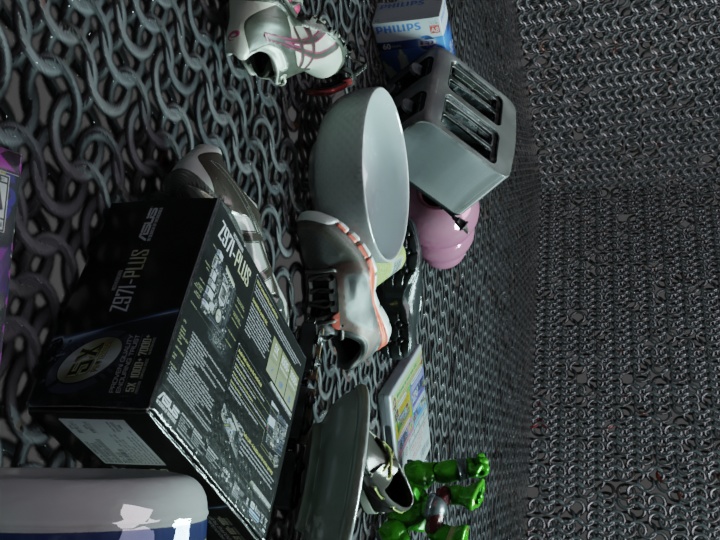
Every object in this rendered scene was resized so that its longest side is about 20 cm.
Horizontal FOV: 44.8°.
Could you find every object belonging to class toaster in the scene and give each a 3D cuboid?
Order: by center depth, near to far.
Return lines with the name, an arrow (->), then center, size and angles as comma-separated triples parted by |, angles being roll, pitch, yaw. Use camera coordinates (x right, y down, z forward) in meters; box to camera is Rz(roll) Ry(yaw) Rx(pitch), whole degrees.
toaster -> 0.125, -0.193, 1.253 | 0.200, 0.119, 0.181 | 33, 46, -21

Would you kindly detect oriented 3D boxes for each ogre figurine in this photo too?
ogre figurine -> 0.096, 0.328, 1.195 | 0.098, 0.120, 0.200 | 59, 46, -59

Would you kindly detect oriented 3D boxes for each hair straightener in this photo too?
hair straightener -> -0.025, -0.252, 1.036 | 0.200, 0.041, 0.077 | -43, 130, -68

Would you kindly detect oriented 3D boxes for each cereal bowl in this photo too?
cereal bowl -> -0.007, -0.108, 1.011 | 0.200, 0.083, 0.201 | -2, 90, -73

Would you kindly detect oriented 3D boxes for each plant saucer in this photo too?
plant saucer -> -0.034, 0.211, 0.879 | 0.200, 0.050, 0.201 | -170, -90, -85

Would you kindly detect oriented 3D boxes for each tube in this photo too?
tube -> 0.000, 0.000, 1.093 | 0.058, 0.052, 0.200 | 46, 26, 5

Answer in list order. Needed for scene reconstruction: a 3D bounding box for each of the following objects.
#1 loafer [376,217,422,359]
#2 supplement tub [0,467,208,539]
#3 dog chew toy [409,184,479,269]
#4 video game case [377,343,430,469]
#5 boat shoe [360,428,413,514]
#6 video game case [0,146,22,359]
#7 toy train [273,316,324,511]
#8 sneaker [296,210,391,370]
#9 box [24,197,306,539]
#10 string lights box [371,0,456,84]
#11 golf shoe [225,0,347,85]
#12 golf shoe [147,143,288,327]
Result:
loafer -> 0.052, 0.023, 1.226 | 0.070, 0.068, 0.201 | -40, 132, -78
supplement tub -> -0.148, 0.197, 0.411 | 0.144, 0.144, 0.201 | 31, 58, -70
dog chew toy -> 0.130, -0.071, 1.403 | 0.200, 0.124, 0.125 | 73, 21, -60
video game case -> 0.069, 0.231, 1.327 | 0.200, 0.022, 0.183 | -45, 131, -66
boat shoe -> 0.020, 0.244, 1.095 | 0.201, 0.060, 0.072 | 68, 27, -48
video game case -> -0.216, 0.017, 0.290 | 0.200, 0.036, 0.182 | 21, 65, -52
toy train -> -0.062, 0.143, 0.884 | 0.046, 0.034, 0.200 | 82, 14, -64
sneaker -> -0.026, 0.029, 0.955 | 0.082, 0.077, 0.200 | -49, 127, -35
box -> -0.120, 0.075, 0.613 | 0.200, 0.086, 0.164 | 68, 26, -49
string lights box -> 0.091, -0.307, 1.318 | 0.200, 0.102, 0.059 | 69, 26, -45
golf shoe -> -0.078, -0.218, 0.844 | 0.088, 0.077, 0.200 | -70, 159, -2
golf shoe -> -0.099, -0.013, 0.712 | 0.200, 0.078, 0.095 | 72, 23, -44
